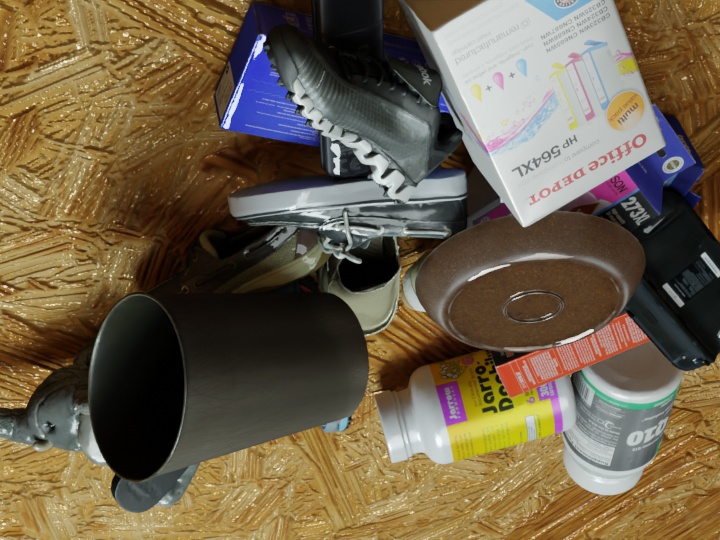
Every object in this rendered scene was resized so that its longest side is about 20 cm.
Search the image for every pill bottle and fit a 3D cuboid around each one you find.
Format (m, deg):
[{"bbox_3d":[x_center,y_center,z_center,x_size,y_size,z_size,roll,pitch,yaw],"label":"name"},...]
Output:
[{"bbox_3d":[0.280,0.151,1.377,0.111,0.114,0.201,-9,140,-8],"label":"pill bottle"},{"bbox_3d":[0.118,0.140,1.317,0.197,0.105,0.105,-16,140,-1],"label":"pill bottle"}]

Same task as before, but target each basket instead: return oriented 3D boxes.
[{"bbox_3d":[-0.102,0.083,1.050,0.198,0.137,0.181,-7,150,-38],"label":"basket"}]

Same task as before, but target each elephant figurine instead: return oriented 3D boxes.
[{"bbox_3d":[-0.239,0.131,1.172,0.141,0.157,0.200,7,155,48],"label":"elephant figurine"}]

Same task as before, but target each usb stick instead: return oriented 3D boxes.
[{"bbox_3d":[-0.008,-0.151,0.941,0.055,0.033,0.201,-15,138,-13],"label":"usb stick"}]

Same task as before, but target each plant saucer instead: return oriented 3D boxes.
[{"bbox_3d":[0.146,0.019,1.074,0.197,0.035,0.201,-3,149,-2],"label":"plant saucer"}]

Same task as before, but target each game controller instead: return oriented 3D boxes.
[{"bbox_3d":[0.287,0.011,1.145,0.104,0.042,0.200,-44,123,4],"label":"game controller"}]

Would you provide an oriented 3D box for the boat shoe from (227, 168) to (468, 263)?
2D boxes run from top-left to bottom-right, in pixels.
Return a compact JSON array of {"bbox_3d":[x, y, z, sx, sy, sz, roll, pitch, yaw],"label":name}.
[{"bbox_3d":[-0.009,-0.043,1.037,0.196,0.074,0.069,-5,102,-10],"label":"boat shoe"}]

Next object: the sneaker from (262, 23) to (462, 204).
[{"bbox_3d":[0.009,-0.127,0.902,0.090,0.067,0.200,-35,140,14],"label":"sneaker"}]

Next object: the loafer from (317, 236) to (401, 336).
[{"bbox_3d":[0.000,0.000,1.149,0.075,0.069,0.201,-12,139,-5],"label":"loafer"}]

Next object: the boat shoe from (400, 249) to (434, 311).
[{"bbox_3d":[0.129,-0.003,1.195,0.197,0.076,0.068,-8,168,-21],"label":"boat shoe"}]

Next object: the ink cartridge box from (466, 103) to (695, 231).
[{"bbox_3d":[0.183,-0.054,1.063,0.199,0.037,0.095,-33,137,18],"label":"ink cartridge box"}]

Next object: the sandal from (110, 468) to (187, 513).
[{"bbox_3d":[-0.144,0.141,1.138,0.201,0.045,0.075,-52,132,-8],"label":"sandal"}]

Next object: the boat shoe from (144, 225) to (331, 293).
[{"bbox_3d":[-0.122,-0.007,1.109,0.199,0.072,0.066,-21,115,16],"label":"boat shoe"}]

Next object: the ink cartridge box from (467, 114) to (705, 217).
[{"bbox_3d":[0.209,-0.078,1.128,0.198,0.077,0.137,7,135,-27],"label":"ink cartridge box"}]

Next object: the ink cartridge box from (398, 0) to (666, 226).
[{"bbox_3d":[0.129,-0.145,0.936,0.128,0.126,0.201,-29,121,3],"label":"ink cartridge box"}]

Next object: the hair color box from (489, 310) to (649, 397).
[{"bbox_3d":[0.217,0.036,1.236,0.198,0.102,0.061,-24,137,7],"label":"hair color box"}]

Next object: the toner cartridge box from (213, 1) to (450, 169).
[{"bbox_3d":[-0.008,-0.144,1.005,0.198,0.044,0.095,9,134,-26],"label":"toner cartridge box"}]

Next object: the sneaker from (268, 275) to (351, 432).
[{"bbox_3d":[-0.066,0.086,1.230,0.094,0.080,0.201,-14,130,6],"label":"sneaker"}]
